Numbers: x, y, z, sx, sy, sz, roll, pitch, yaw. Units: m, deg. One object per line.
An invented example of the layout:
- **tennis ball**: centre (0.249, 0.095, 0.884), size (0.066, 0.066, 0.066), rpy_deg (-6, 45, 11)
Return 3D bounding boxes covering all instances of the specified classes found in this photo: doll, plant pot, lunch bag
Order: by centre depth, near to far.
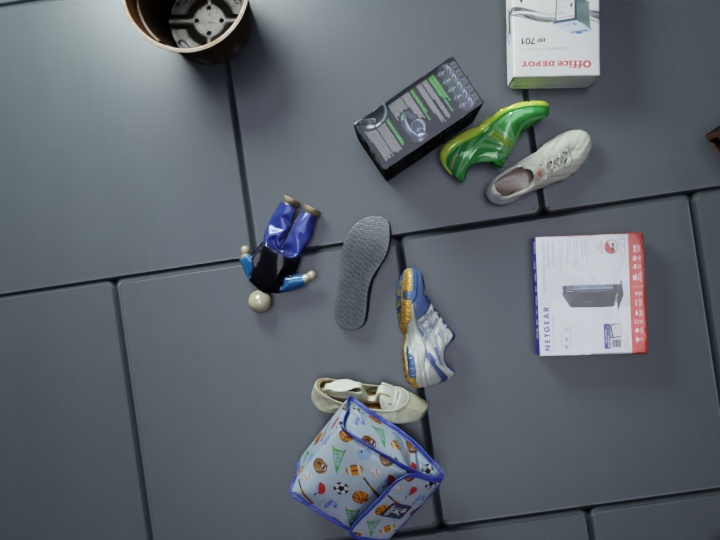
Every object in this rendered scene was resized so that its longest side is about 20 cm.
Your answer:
- **plant pot**: centre (-0.262, -0.429, 1.513), size (0.199, 0.198, 0.201), rpy_deg (0, 89, 3)
- **lunch bag**: centre (0.012, 0.337, 1.516), size (0.200, 0.124, 0.170), rpy_deg (35, 113, -9)
- **doll**: centre (-0.135, -0.020, 1.578), size (0.136, 0.048, 0.201), rpy_deg (26, 90, 3)

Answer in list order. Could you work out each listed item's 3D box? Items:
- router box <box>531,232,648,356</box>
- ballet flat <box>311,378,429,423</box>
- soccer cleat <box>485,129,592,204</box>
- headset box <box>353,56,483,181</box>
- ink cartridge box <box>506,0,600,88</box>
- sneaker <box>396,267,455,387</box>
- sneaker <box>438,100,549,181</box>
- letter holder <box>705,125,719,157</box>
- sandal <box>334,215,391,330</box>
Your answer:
- **router box**: centre (0.381, 0.041, 1.556), size (0.179, 0.049, 0.201), rpy_deg (-3, 89, 2)
- **ballet flat**: centre (0.016, 0.214, 1.554), size (0.199, 0.068, 0.063), rpy_deg (3, 134, 3)
- **soccer cleat**: centre (0.300, -0.169, 1.547), size (0.200, 0.078, 0.069), rpy_deg (-31, 88, 1)
- **headset box**: centre (0.098, -0.244, 1.508), size (0.200, 0.174, 0.093), rpy_deg (-34, 89, 2)
- **ink cartridge box**: centre (0.318, -0.410, 1.546), size (0.146, 0.086, 0.201), rpy_deg (-1, 88, 2)
- **sneaker**: centre (0.111, 0.093, 1.564), size (0.088, 0.075, 0.201), rpy_deg (-6, 96, -9)
- **sneaker**: centre (0.230, -0.216, 1.556), size (0.200, 0.074, 0.084), rpy_deg (-30, 86, 11)
- **letter holder**: centre (0.699, -0.224, 1.522), size (0.200, 0.101, 0.142), rpy_deg (-34, 90, 2)
- **sandal**: centre (-0.001, 0.000, 1.581), size (0.076, 0.043, 0.201), rpy_deg (19, 100, 10)
